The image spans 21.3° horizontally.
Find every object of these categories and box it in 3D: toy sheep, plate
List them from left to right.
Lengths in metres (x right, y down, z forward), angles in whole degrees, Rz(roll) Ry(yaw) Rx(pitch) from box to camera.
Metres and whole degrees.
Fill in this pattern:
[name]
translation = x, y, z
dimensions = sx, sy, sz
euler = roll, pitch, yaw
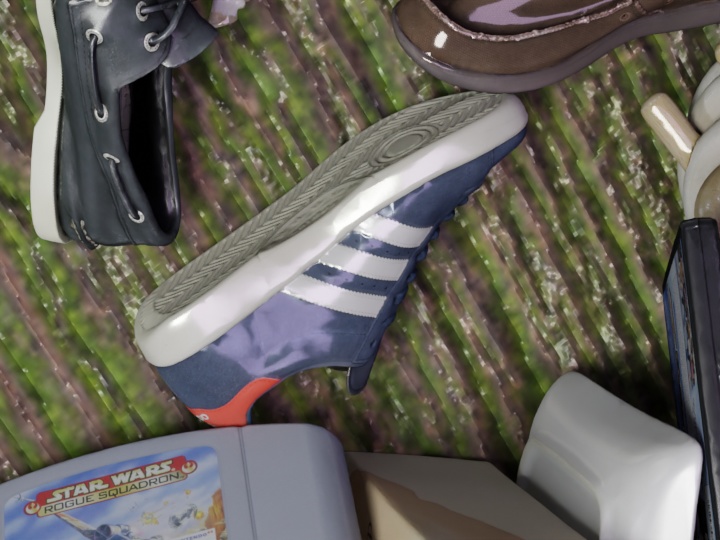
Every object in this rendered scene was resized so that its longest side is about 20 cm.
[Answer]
[plate]
translation = 0.092, 0.154, 0.825
dimensions = 0.032, 0.200, 0.202
euler = 5, 95, -8
[toy sheep]
translation = 0.207, -0.055, 0.873
dimensions = 0.200, 0.137, 0.139
euler = -37, 109, -45

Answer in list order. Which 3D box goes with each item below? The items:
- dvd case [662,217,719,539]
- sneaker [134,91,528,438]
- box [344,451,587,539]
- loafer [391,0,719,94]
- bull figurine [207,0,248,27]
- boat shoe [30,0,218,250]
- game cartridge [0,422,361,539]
[dvd case]
translation = 0.148, 0.063, 0.822
dimensions = 0.017, 0.200, 0.144
euler = -6, 82, 6
[sneaker]
translation = 0.000, 0.000, 0.845
dimensions = 0.199, 0.075, 0.085
euler = -35, 110, -5
[box]
translation = 0.040, 0.141, 0.799
dimensions = 0.077, 0.200, 0.096
euler = 6, 93, -11
[loafer]
translation = 0.103, -0.140, 0.850
dimensions = 0.198, 0.073, 0.071
euler = -21, 145, -23
[bull figurine]
translation = -0.047, -0.179, 0.810
dimensions = 0.198, 0.065, 0.123
euler = -24, 107, -12
[boat shoe]
translation = -0.090, -0.090, 0.758
dimensions = 0.065, 0.075, 0.201
euler = 16, 121, 9
[game cartridge]
translation = -0.096, 0.129, 0.783
dimensions = 0.198, 0.134, 0.042
euler = -15, 134, 0
